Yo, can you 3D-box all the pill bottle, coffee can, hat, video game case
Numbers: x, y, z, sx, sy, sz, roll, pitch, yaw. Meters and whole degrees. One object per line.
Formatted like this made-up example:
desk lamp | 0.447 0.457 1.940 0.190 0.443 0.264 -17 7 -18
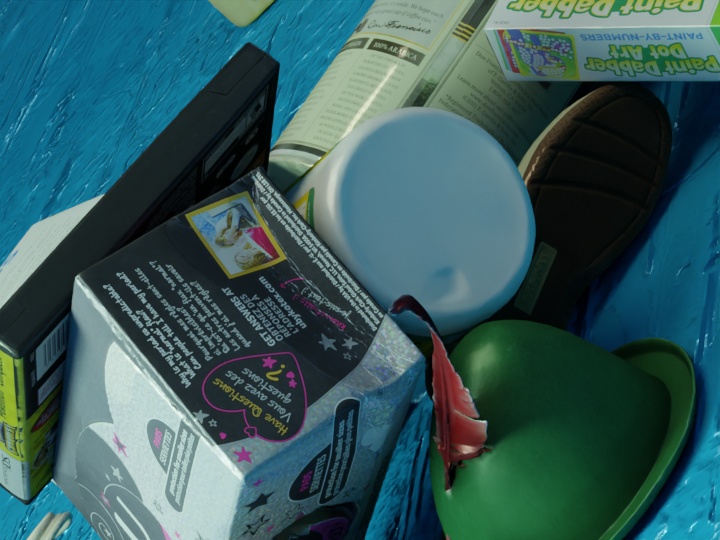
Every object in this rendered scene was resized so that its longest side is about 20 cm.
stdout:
pill bottle | 0.000 0.000 1.365 0.113 0.112 0.200 -58 9 -25
coffee can | 0.052 -0.095 1.554 0.201 0.146 0.146 -55 19 -17
hat | 0.043 0.045 1.248 0.200 0.176 0.166 -29 27 46
video game case | -0.113 0.004 1.341 0.200 0.025 0.181 -50 -13 -24

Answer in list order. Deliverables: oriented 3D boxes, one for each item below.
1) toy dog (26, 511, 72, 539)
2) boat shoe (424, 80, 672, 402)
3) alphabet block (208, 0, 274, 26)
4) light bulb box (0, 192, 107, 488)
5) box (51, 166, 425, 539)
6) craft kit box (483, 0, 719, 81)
toy dog | -0.191 0.230 1.613 0.132 0.096 0.200 -51 3 4
boat shoe | 0.090 -0.012 1.425 0.203 0.075 0.075 -56 14 -19
alphabet block | -0.101 -0.373 2.378 0.196 0.200 0.196 -39 20 28
light bulb box | -0.113 0.065 1.541 0.125 0.198 0.200 -55 17 -23
box | -0.064 0.074 1.296 0.114 0.132 0.200 -32 -21 -25
craft kit box | 0.190 -0.182 1.439 0.199 0.049 0.198 2 51 32
